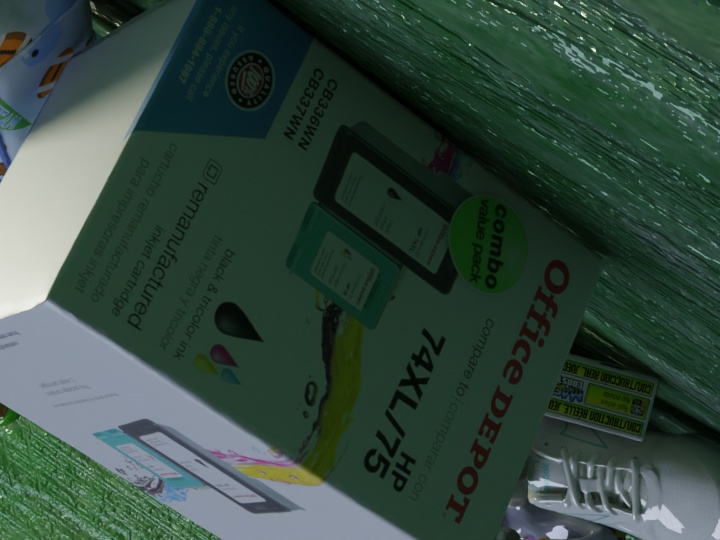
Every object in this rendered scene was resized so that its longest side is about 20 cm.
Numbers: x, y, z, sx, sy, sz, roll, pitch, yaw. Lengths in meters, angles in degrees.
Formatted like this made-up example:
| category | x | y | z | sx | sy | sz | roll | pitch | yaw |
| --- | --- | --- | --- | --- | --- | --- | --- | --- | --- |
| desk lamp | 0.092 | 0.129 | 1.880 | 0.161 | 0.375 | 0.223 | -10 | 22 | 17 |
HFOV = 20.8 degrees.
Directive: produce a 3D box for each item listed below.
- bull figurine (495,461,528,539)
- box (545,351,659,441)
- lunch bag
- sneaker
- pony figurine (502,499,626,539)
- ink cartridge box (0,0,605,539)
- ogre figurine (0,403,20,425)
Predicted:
| category | x | y | z | sx | sy | sz | roll | pitch | yaw |
| --- | --- | --- | --- | --- | --- | --- | --- | --- | --- |
| bull figurine | 0.028 | 0.096 | 1.053 | 0.199 | 0.066 | 0.121 | 34 | 168 | -29 |
| box | 0.080 | 0.053 | 1.100 | 0.109 | 0.035 | 0.200 | 16 | 180 | -12 |
| lunch bag | -0.189 | -0.128 | 0.842 | 0.160 | 0.076 | 0.200 | 40 | 160 | 10 |
| sneaker | 0.141 | 0.122 | 1.129 | 0.080 | 0.071 | 0.199 | -2 | -171 | -36 |
| pony figurine | 0.114 | 0.157 | 1.282 | 0.192 | 0.168 | 0.199 | 19 | -149 | 41 |
| ink cartridge box | -0.038 | 0.013 | 0.773 | 0.199 | 0.148 | 0.146 | 35 | 156 | -22 |
| ogre figurine | -0.139 | 0.044 | 1.007 | 0.120 | 0.199 | 0.099 | -1 | -119 | -64 |
